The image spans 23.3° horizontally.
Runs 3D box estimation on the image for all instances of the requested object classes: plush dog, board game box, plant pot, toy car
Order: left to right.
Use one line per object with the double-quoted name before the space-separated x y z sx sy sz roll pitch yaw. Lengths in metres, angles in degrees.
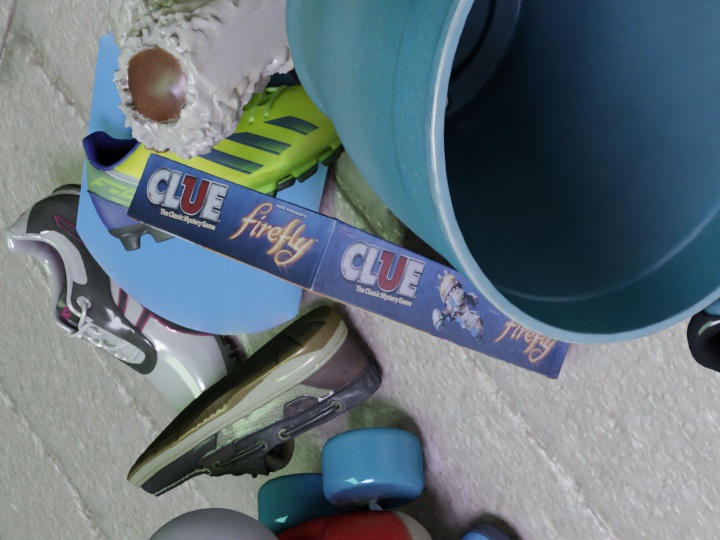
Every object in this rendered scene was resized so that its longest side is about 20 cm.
"board game box" -0.089 -0.059 1.049 0.157 0.039 0.202 22 122 15
"plush dog" -0.073 -0.153 0.897 0.171 0.159 0.202 -2 88 55
"toy car" -0.070 0.192 1.001 0.177 0.198 0.186 -38 48 53
"board game box" 0.000 0.000 0.870 0.135 0.199 0.035 21 90 41
"plant pot" 0.065 -0.097 0.734 0.188 0.199 0.202 33 136 53

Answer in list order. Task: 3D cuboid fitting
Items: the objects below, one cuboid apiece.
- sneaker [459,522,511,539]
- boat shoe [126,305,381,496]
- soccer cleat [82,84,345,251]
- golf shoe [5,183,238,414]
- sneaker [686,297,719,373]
"sneaker" 0.053 0.238 1.038 0.066 0.078 0.201 39 136 30
"boat shoe" -0.067 0.097 1.074 0.066 0.072 0.200 47 125 -8
"soccer cleat" -0.078 -0.075 0.972 0.199 0.065 0.084 -20 97 32
"golf shoe" -0.156 0.034 1.154 0.201 0.088 0.077 54 141 9
"sneaker" 0.218 0.065 0.722 0.199 0.090 0.079 35 135 31
